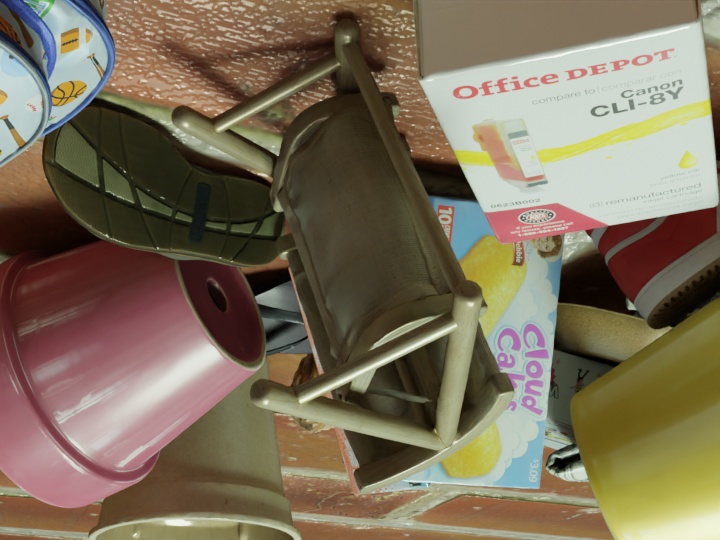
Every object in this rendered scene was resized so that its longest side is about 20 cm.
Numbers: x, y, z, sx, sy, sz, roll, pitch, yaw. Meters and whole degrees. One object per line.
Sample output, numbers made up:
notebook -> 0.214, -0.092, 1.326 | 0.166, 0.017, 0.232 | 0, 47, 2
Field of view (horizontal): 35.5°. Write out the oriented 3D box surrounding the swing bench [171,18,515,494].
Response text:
swing bench -> 0.000, 0.000, 0.685 | 0.129, 0.200, 0.200 | -25, 151, 6

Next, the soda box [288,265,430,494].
soda box -> 0.007, 0.072, 0.887 | 0.068, 0.202, 0.064 | -9, -162, 19

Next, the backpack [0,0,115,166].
backpack -> -0.207, -0.124, 0.516 | 0.198, 0.156, 0.190 | -18, 161, 25

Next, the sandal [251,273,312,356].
sandal -> -0.088, 0.047, 0.957 | 0.198, 0.043, 0.077 | -6, 121, 11

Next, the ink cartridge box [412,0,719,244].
ink cartridge box -> 0.122, -0.102, 0.639 | 0.143, 0.084, 0.200 | -9, 154, 16

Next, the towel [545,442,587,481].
towel -> 0.267, 0.143, 0.944 | 0.198, 0.035, 0.192 | -23, 161, 15

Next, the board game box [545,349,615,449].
board game box -> 0.160, 0.118, 1.043 | 0.146, 0.065, 0.200 | 15, 169, 15

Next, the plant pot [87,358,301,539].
plant pot -> -0.156, 0.171, 1.087 | 0.198, 0.186, 0.201 | -1, 156, -1

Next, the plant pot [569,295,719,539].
plant pot -> 0.247, 0.107, 0.726 | 0.187, 0.203, 0.201 | -25, 148, 17

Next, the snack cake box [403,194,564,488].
snack cake box -> 0.078, 0.051, 0.820 | 0.114, 0.203, 0.067 | 5, -179, -13

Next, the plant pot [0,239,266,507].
plant pot -> -0.179, 0.055, 0.858 | 0.178, 0.202, 0.200 | -27, 148, 16

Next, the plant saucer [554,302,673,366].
plant saucer -> 0.247, 0.077, 0.970 | 0.198, 0.036, 0.200 | 19, 172, 3

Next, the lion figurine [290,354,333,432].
lion figurine -> 0.007, 0.105, 0.986 | 0.072, 0.124, 0.199 | 14, -176, -35

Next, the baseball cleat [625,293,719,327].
baseball cleat -> 0.258, 0.002, 0.906 | 0.105, 0.071, 0.200 | -15, 162, 14

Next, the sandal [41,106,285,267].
sandal -> -0.135, -0.051, 0.772 | 0.054, 0.083, 0.199 | 5, 173, 44

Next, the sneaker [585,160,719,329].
sneaker -> 0.249, -0.058, 0.779 | 0.199, 0.113, 0.071 | -33, 151, -4
